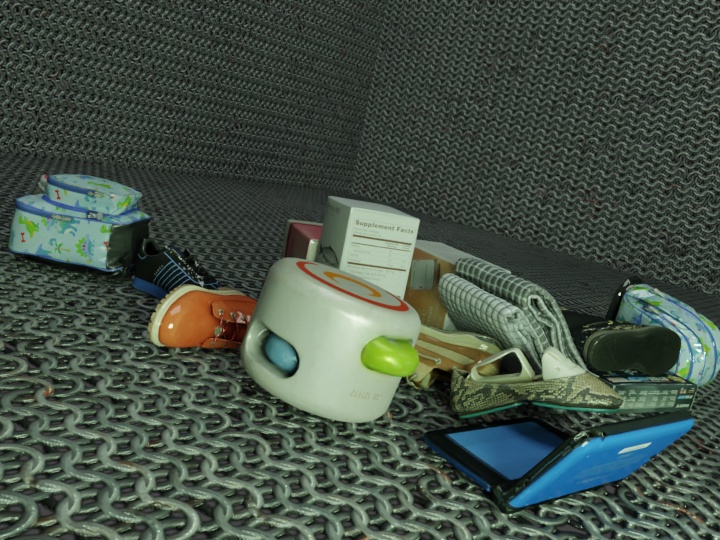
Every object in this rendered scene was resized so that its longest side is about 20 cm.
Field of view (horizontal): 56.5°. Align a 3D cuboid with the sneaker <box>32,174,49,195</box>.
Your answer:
[{"bbox_3d":[-0.568,-0.092,1.263,0.200,0.088,0.074,44,8,28],"label":"sneaker"}]

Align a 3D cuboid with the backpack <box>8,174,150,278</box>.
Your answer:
[{"bbox_3d":[-0.460,-0.082,1.105,0.197,0.149,0.183,8,9,-5],"label":"backpack"}]

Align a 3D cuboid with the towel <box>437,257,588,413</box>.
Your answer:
[{"bbox_3d":[0.210,0.081,0.901,0.201,0.086,0.165,52,-12,-29],"label":"towel"}]

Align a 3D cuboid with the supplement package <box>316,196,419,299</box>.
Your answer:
[{"bbox_3d":[0.000,0.000,1.030,0.116,0.203,0.117,7,11,-22],"label":"supplement package"}]

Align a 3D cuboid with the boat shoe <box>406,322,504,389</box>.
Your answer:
[{"bbox_3d":[0.082,0.112,0.858,0.197,0.075,0.076,7,-21,17],"label":"boat shoe"}]

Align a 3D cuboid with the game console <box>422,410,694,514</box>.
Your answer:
[{"bbox_3d":[0.194,0.158,0.666,0.198,0.171,0.119,2,46,-39],"label":"game console"}]

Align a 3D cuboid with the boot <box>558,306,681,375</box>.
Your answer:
[{"bbox_3d":[0.370,0.099,1.018,0.201,0.075,0.153,4,11,-30],"label":"boot"}]

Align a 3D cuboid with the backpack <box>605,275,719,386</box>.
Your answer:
[{"bbox_3d":[0.506,0.122,1.131,0.152,0.166,0.199,-11,30,-43],"label":"backpack"}]

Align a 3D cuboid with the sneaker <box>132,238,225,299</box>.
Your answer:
[{"bbox_3d":[-0.270,0.008,1.026,0.197,0.079,0.070,16,11,23],"label":"sneaker"}]

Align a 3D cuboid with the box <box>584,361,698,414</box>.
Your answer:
[{"bbox_3d":[0.386,0.163,1.027,0.197,0.047,0.159,5,13,-31],"label":"box"}]

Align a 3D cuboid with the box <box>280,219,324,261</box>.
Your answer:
[{"bbox_3d":[-0.071,-0.007,1.184,0.107,0.130,0.200,7,11,-19],"label":"box"}]

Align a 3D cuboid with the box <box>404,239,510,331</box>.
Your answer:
[{"bbox_3d":[0.123,0.045,1.062,0.105,0.155,0.200,5,12,-28],"label":"box"}]

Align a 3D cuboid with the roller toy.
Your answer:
[{"bbox_3d":[-0.036,0.080,0.751,0.180,0.142,0.200,22,8,-4],"label":"roller toy"}]

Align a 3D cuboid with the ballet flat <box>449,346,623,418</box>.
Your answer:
[{"bbox_3d":[0.188,0.125,0.755,0.198,0.077,0.067,-10,-5,33],"label":"ballet flat"}]

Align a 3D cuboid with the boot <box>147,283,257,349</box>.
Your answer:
[{"bbox_3d":[-0.176,0.067,0.855,0.106,0.076,0.199,22,13,24],"label":"boot"}]

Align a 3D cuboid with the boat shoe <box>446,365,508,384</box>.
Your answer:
[{"bbox_3d":[0.106,0.125,0.933,0.198,0.058,0.067,21,15,20],"label":"boat shoe"}]
